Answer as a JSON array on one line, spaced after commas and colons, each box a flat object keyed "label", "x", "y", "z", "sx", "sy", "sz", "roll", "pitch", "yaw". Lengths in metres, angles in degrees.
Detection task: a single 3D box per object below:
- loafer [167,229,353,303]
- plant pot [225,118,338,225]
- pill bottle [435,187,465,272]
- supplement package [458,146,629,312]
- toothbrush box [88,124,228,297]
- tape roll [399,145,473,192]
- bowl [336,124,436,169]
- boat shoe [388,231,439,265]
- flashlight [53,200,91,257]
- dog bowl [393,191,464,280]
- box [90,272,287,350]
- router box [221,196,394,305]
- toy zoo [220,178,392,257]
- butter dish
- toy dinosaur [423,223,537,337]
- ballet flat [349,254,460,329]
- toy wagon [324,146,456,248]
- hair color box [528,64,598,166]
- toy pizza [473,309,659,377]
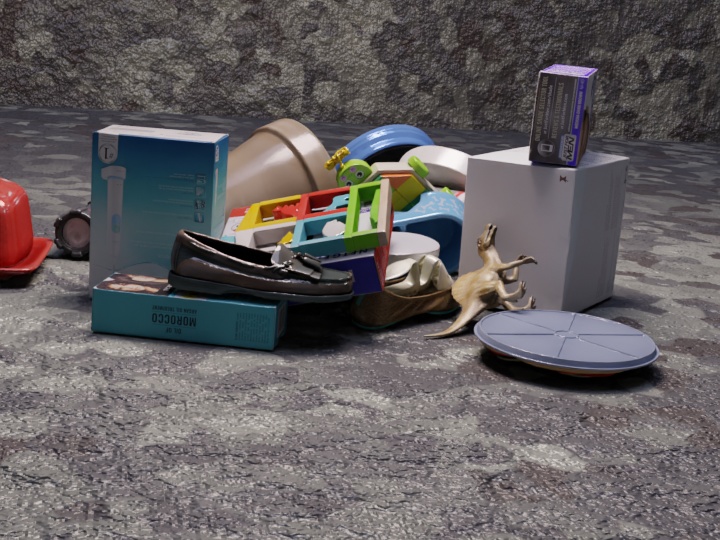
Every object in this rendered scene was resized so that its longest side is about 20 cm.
[{"label": "loafer", "x": -0.104, "y": -0.004, "z": 1.308, "sx": 0.200, "sy": 0.063, "sz": 0.072, "roll": 5, "pitch": 11, "yaw": -4}, {"label": "plant pot", "x": -0.144, "y": -0.085, "z": 1.659, "sx": 0.173, "sy": 0.200, "sz": 0.200, "roll": -25, "pitch": 27, "yaw": -30}, {"label": "pill bottle", "x": 0.068, "y": -0.070, "z": 1.762, "sx": 0.200, "sy": 0.114, "sz": 0.114, "roll": 12, "pitch": 15, "yaw": 30}, {"label": "supplement package", "x": 0.237, "y": -0.054, "z": 1.578, "sx": 0.147, "sy": 0.191, "sz": 0.200, "roll": 11, "pitch": 14, "yaw": 29}, {"label": "toothbrush box", "x": -0.237, "y": -0.064, "z": 1.446, "sx": 0.146, "sy": 0.200, "sz": 0.085, "roll": 4, "pitch": 12, "yaw": 5}, {"label": "tape roll", "x": 0.138, "y": -0.102, "z": 1.804, "sx": 0.203, "sy": 0.203, "sz": 0.037, "roll": 12, "pitch": 58, "yaw": 31}, {"label": "bowl", "x": 0.035, "y": -0.132, "z": 1.879, "sx": 0.200, "sy": 0.201, "sz": 0.039, "roll": -4, "pitch": 44, "yaw": -31}, {"label": "boat shoe", "x": 0.000, "y": 0.000, "z": 1.512, "sx": 0.200, "sy": 0.066, "sz": 0.072, "roll": -10, "pitch": 28, "yaw": -14}, {"label": "flashlight", "x": -0.374, "y": -0.065, "z": 1.715, "sx": 0.068, "sy": 0.068, "sz": 0.200, "roll": -32, "pitch": 6, "yaw": 7}, {"label": "dog bowl", "x": 0.053, "y": -0.033, "z": 1.582, "sx": 0.200, "sy": 0.112, "sz": 0.050, "roll": -11, "pitch": 30, "yaw": -7}, {"label": "box", "x": -0.183, "y": 0.043, "z": 1.331, "sx": 0.200, "sy": 0.049, "sz": 0.082, "roll": 6, "pitch": 13, "yaw": 5}, {"label": "router box", "x": -0.066, "y": -0.027, "z": 1.436, "sx": 0.200, "sy": 0.049, "sz": 0.180, "roll": -9, "pitch": 29, "yaw": 11}, {"label": "toy zoo", "x": -0.064, "y": -0.051, "z": 1.404, "sx": 0.200, "sy": 0.020, "sz": 0.131, "roll": -9, "pitch": 29, "yaw": 10}, {"label": "butter dish", "x": -0.493, "y": -0.076, "z": 1.529, "sx": 0.199, "sy": 0.148, "sz": 0.200, "roll": 2, "pitch": 13, "yaw": -6}, {"label": "toy dinosaur", "x": 0.151, "y": 0.029, "z": 1.444, "sx": 0.101, "sy": 0.058, "sz": 0.200, "roll": 2, "pitch": 43, "yaw": 27}, {"label": "ballet flat", "x": 0.062, "y": 0.019, "z": 1.460, "sx": 0.068, "sy": 0.072, "sz": 0.200, "roll": 26, "pitch": 23, "yaw": 37}, {"label": "toy wagon", "x": 0.030, "y": -0.081, "z": 1.603, "sx": 0.200, "sy": 0.155, "sz": 0.040, "roll": 42, "pitch": 13, "yaw": -31}, {"label": "hair color box", "x": 0.256, "y": -0.198, "z": 1.534, "sx": 0.065, "sy": 0.109, "sz": 0.200, "roll": 9, "pitch": 14, "yaw": 14}, {"label": "toy pizza", "x": 0.222, "y": 0.083, "z": 1.331, "sx": 0.200, "sy": 0.032, "sz": 0.200, "roll": 5, "pitch": 14, "yaw": -1}]
